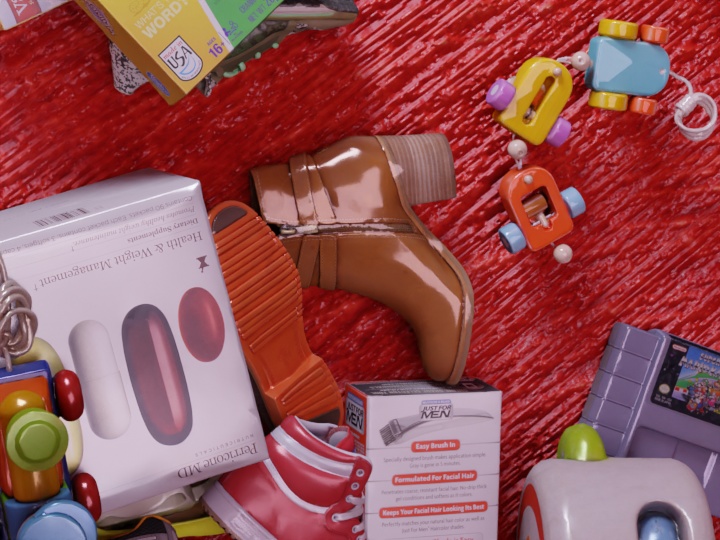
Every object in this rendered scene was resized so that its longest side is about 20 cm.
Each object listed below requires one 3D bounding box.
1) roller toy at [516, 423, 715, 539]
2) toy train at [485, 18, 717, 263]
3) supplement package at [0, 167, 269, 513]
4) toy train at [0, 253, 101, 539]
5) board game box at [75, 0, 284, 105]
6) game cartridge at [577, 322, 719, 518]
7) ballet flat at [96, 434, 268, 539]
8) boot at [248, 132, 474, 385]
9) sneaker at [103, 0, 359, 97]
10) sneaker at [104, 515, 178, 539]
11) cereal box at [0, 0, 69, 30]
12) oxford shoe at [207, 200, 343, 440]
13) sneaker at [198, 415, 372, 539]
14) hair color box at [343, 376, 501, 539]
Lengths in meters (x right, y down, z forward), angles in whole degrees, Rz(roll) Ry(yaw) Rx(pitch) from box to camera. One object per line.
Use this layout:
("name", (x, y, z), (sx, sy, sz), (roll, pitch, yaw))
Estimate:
("roller toy", (0.198, 0.236, 1.506), (0.140, 0.182, 0.200), (0, 118, -4))
("toy train", (0.170, -0.107, 1.531), (0.200, 0.056, 0.150), (-34, 109, -10))
("supplement package", (-0.192, 0.053, 1.368), (0.191, 0.147, 0.200), (-18, 103, -17))
("toy train", (-0.209, 0.089, 1.226), (0.085, 0.116, 0.200), (-11, 101, -15))
("board game box", (-0.140, -0.237, 1.336), (0.200, 0.040, 0.153), (46, 71, -10))
("game cartridge", (0.276, 0.129, 1.612), (0.200, 0.038, 0.130), (20, 95, -21))
("ballet flat", (-0.121, 0.161, 1.445), (0.200, 0.067, 0.067), (-14, 71, -17))
("boot", (0.000, 0.000, 1.472), (0.155, 0.077, 0.200), (-11, 108, -14))
("sneaker", (-0.099, -0.171, 1.428), (0.200, 0.077, 0.089), (-8, 132, -21))
("sneaker", (-0.205, 0.232, 1.401), (0.200, 0.077, 0.078), (-17, 144, 21))
("cereal box", (-0.194, -0.273, 1.380), (0.200, 0.040, 0.144), (-27, 105, -14))
("oxford shoe", (-0.081, 0.041, 1.440), (0.071, 0.073, 0.200), (-31, 113, -31))
("sneaker", (-0.010, 0.187, 1.426), (0.112, 0.071, 0.200), (-47, 116, -2))
("hair color box", (0.045, 0.186, 1.519), (0.111, 0.064, 0.200), (-1, 99, -18))
